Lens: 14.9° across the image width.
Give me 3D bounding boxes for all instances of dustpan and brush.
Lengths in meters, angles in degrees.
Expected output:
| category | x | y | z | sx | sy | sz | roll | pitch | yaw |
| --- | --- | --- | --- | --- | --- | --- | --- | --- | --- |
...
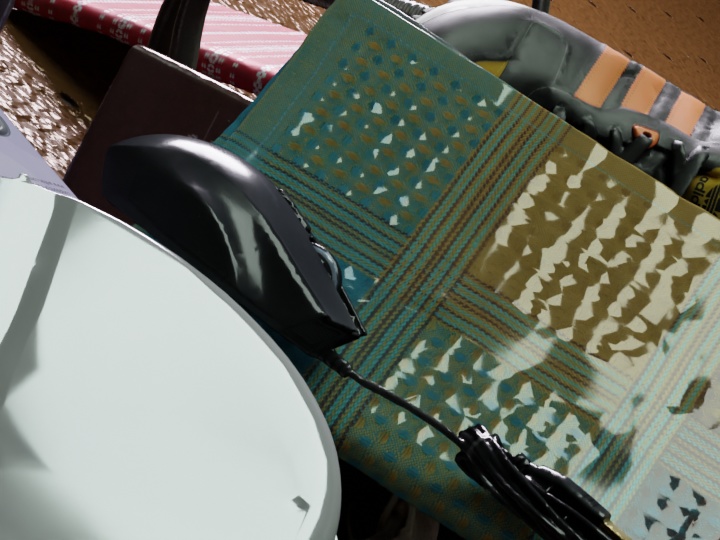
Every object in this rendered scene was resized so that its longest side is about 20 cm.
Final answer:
| category | x | y | z | sx | sy | sz | roll | pitch | yaw |
| --- | --- | --- | --- | --- | --- | --- | --- | --- | --- |
| dustpan and brush | -0.030 | 0.073 | 0.740 | 0.199 | 0.057 | 0.140 | 22 | 56 | -7 |

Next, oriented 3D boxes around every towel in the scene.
| category | x | y | z | sx | sy | sz | roll | pitch | yaw |
| --- | --- | --- | --- | --- | --- | --- | --- | --- | --- |
| towel | 0.039 | 0.011 | 0.834 | 0.200 | 0.022 | 0.147 | 33 | 58 | 12 |
| towel | -0.042 | -0.088 | 1.183 | 0.199 | 0.023 | 0.145 | 21 | 11 | 18 |

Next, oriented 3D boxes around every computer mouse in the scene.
| category | x | y | z | sx | sy | sz | roll | pitch | yaw |
| --- | --- | --- | --- | --- | --- | --- | --- | --- | --- |
| computer mouse | 0.007 | 0.020 | 0.772 | 0.200 | 0.034 | 0.059 | 38 | -2 | 14 |

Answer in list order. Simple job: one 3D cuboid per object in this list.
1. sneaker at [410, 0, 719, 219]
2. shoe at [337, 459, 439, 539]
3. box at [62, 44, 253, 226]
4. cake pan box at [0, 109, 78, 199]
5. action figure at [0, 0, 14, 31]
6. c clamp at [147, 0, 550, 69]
| category | x | y | z | sx | sy | sz | roll | pitch | yaw |
| --- | --- | --- | --- | --- | --- | --- | --- | --- | --- |
| sneaker | 0.094 | -0.039 | 0.945 | 0.200 | 0.070 | 0.090 | 18 | 5 | -41 |
| shoe | -0.006 | 0.077 | 0.863 | 0.070 | 0.053 | 0.200 | 53 | 19 | 5 |
| box | 0.000 | 0.000 | 0.950 | 0.200 | 0.075 | 0.100 | 30 | 1 | 34 |
| cake pan box | -0.153 | -0.018 | 0.811 | 0.184 | 0.052 | 0.200 | 45 | 16 | 23 |
| action figure | -0.208 | -0.127 | 0.951 | 0.200 | 0.069 | 0.130 | 16 | 36 | -48 |
| c clamp | -0.007 | -0.080 | 1.037 | 0.200 | 0.171 | 0.027 | 15 | 17 | 36 |
